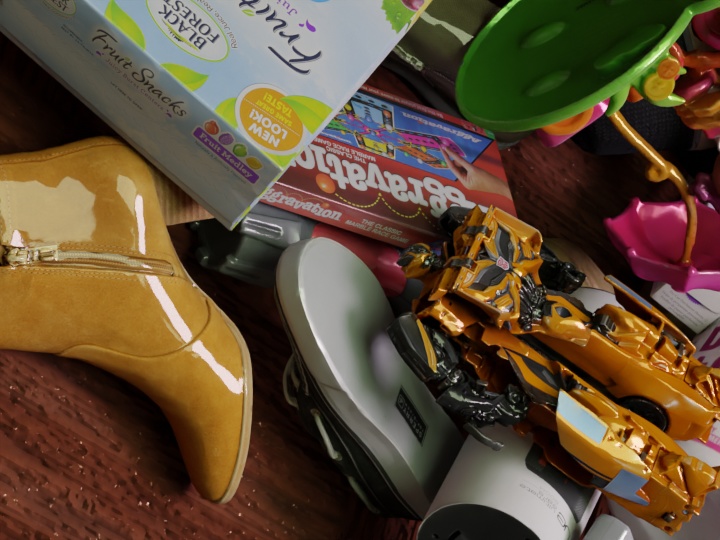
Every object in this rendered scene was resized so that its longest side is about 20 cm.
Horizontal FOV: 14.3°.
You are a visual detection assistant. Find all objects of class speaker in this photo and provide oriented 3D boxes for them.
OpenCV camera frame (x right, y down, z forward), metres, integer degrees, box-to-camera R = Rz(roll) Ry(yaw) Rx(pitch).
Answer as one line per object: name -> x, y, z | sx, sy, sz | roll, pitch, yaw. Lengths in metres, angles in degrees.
speaker -> 0.099, 0.098, 1.562 | 0.081, 0.081, 0.200 | 58, 37, -21

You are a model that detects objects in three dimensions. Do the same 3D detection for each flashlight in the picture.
flashlight -> 0.000, 0.000, 1.561 | 0.199, 0.068, 0.068 | 15, 96, -39

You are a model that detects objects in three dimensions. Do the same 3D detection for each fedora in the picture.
fedora -> 0.149, -0.141, 1.672 | 0.091, 0.201, 0.202 | -15, 96, -10

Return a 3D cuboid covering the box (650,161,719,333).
box -> 0.217, -0.042, 1.712 | 0.041, 0.039, 0.200 | 39, 39, -11

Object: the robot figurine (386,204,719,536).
robot figurine -> 0.107, 0.043, 1.508 | 0.200, 0.058, 0.145 | 36, 43, -10

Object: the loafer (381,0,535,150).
loafer -> 0.045, -0.142, 1.613 | 0.200, 0.069, 0.075 | 36, 63, -33

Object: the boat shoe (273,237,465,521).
boat shoe -> -0.008, 0.065, 1.528 | 0.200, 0.063, 0.071 | 61, 38, -34

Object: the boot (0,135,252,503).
boot -> -0.133, 0.031, 1.449 | 0.143, 0.071, 0.202 | -9, 105, -26

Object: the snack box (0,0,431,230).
snack box -> -0.067, -0.144, 1.460 | 0.169, 0.068, 0.200 | 40, 49, -3

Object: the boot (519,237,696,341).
boot -> 0.182, 0.007, 1.728 | 0.200, 0.066, 0.176 | -45, 122, -37

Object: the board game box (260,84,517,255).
board game box -> 0.002, -0.061, 1.555 | 0.199, 0.019, 0.103 | 17, 44, -34

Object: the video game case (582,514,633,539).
video game case -> 0.105, 0.247, 1.541 | 0.183, 0.022, 0.200 | -54, 153, -17

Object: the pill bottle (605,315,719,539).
pill bottle -> 0.234, 0.079, 1.655 | 0.114, 0.113, 0.200 | 56, 51, -22

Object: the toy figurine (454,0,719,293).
toy figurine -> 0.182, -0.076, 1.562 | 0.184, 0.199, 0.150 | 54, 18, -29
